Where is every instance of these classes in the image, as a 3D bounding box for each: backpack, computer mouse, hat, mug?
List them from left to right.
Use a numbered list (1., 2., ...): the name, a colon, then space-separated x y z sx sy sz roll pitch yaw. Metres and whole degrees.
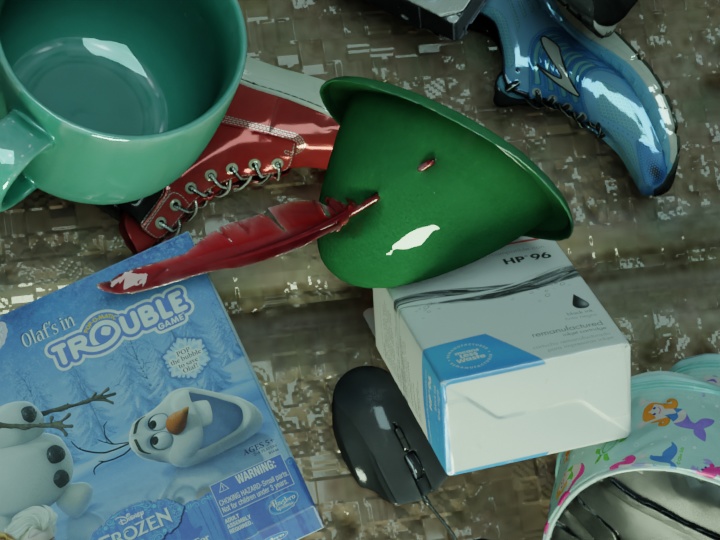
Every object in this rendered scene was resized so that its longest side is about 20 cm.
1. mug: -0.168 -0.112 1.472 0.185 0.114 0.152 -14 70 -24
2. hat: 0.000 0.000 1.460 0.166 0.200 0.176 43 73 -40
3. computer mouse: 0.046 0.147 1.552 0.059 0.034 0.200 -32 84 -18
4. backpack: 0.215 0.143 1.514 0.200 0.178 0.151 14 51 -5

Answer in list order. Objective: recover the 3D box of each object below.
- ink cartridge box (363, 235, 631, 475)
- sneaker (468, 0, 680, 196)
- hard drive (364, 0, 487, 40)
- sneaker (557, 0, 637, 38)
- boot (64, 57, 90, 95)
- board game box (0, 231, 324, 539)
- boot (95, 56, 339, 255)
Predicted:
1. ink cartridge box: 0.076 0.034 1.503 0.116 0.200 0.068 -11 119 -11
2. sneaker: 0.131 -0.121 1.628 0.090 0.078 0.200 -37 76 -8
3. hard drive: 0.012 -0.247 1.620 0.200 0.038 0.140 30 72 15
4. sneaker: 0.167 -0.213 1.582 0.076 0.200 0.088 45 114 -2
5. boot: -0.222 -0.052 1.520 0.200 0.064 0.186 -33 67 -22
6. board game box: -0.152 0.104 1.471 0.200 0.043 0.199 -25 64 -4
7. boot: -0.074 -0.058 1.566 0.200 0.072 0.144 20 73 3
